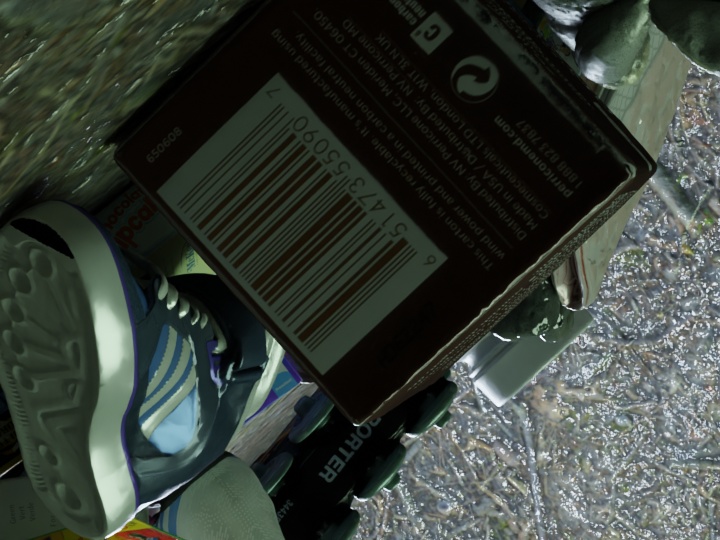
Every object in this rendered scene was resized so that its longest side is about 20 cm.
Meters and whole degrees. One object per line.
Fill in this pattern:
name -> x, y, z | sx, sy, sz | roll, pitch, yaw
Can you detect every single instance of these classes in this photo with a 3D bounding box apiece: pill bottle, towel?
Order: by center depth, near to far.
towel -> 0.164, -0.101, 1.307 | 0.191, 0.032, 0.200 | 79, 34, -59
pill bottle -> 0.068, -0.006, 1.536 | 0.114, 0.200, 0.114 | -42, 175, -5

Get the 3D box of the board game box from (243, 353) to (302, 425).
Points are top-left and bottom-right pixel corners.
board game box -> -0.112, 0.073, 1.349 | 0.134, 0.045, 0.200 | -37, -169, -1

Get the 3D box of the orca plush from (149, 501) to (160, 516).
orca plush -> -0.165, 0.144, 1.368 | 0.105, 0.071, 0.200 | -46, 167, 36

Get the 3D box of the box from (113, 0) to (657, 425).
box -> 0.020, -0.050, 0.983 | 0.164, 0.166, 0.200 | -44, 175, 10

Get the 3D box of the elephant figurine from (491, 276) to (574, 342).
elephant figurine -> 0.044, -0.022, 1.406 | 0.142, 0.200, 0.155 | -13, 110, -68

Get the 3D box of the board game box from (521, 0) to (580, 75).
board game box -> 0.121, -0.154, 1.266 | 0.134, 0.034, 0.200 | -63, -177, -4

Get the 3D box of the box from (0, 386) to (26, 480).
box -> -0.240, 0.133, 1.238 | 0.160, 0.049, 0.200 | -40, 175, -46

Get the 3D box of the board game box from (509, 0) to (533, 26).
board game box -> -0.014, -0.066, 1.228 | 0.196, 0.056, 0.200 | -40, 175, -24

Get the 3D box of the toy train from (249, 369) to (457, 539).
toy train -> -0.016, 0.113, 1.384 | 0.200, 0.085, 0.114 | -52, -171, -12

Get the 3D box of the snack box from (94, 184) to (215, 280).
snack box -> -0.126, 0.035, 1.090 | 0.116, 0.037, 0.200 | -41, 162, -19

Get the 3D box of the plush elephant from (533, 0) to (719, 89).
plush elephant -> 0.164, -0.167, 1.046 | 0.200, 0.155, 0.165 | 0, 102, -64

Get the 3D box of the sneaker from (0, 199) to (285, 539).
sneaker -> -0.092, 0.017, 0.973 | 0.146, 0.081, 0.200 | -42, 146, -35

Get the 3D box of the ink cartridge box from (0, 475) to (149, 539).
ink cartridge box -> -0.217, 0.162, 1.157 | 0.200, 0.050, 0.161 | -5, 157, -10

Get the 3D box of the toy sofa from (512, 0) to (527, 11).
toy sofa -> 0.183, -0.202, 1.438 | 0.200, 0.083, 0.098 | -42, 174, -8

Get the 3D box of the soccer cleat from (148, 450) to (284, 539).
soccer cleat -> -0.091, 0.167, 1.275 | 0.070, 0.086, 0.200 | -35, 172, -19

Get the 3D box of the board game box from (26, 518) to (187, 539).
board game box -> -0.186, 0.170, 1.101 | 0.200, 0.030, 0.096 | -21, 156, 16

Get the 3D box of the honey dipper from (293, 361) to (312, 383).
honey dipper -> 0.000, 0.000, 1.345 | 0.038, 0.038, 0.200 | -37, 166, -46
